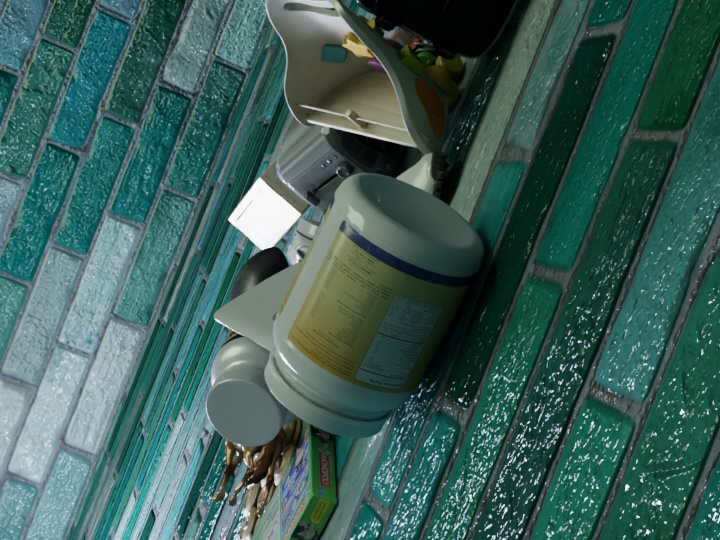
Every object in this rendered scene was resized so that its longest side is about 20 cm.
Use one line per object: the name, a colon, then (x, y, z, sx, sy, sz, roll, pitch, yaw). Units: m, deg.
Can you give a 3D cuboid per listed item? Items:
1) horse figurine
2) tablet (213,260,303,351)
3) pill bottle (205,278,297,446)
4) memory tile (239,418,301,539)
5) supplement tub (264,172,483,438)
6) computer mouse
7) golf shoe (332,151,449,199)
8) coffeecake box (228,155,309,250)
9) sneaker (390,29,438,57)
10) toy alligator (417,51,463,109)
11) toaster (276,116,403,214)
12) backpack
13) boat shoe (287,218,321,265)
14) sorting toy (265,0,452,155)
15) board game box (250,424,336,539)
horse figurine: (-0.130, 0.207, 1.716, 0.200, 0.049, 0.134, -2, 69, 67)
tablet: (-0.061, 0.041, 1.562, 0.129, 0.014, 0.199, -31, 27, -22)
pill bottle: (-0.096, 0.098, 1.622, 0.113, 0.112, 0.200, -59, 2, 34)
memory tile: (-0.106, 0.246, 1.730, 0.201, 0.017, 0.154, -90, 24, -57)
supplement tub: (0.008, 0.032, 1.318, 0.145, 0.143, 0.201, -98, 32, -65)
computer mouse: (-0.125, 0.067, 1.789, 0.138, 0.052, 0.203, -20, 66, 56)
golf shoe: (0.021, -0.061, 1.533, 0.200, 0.094, 0.078, -52, 19, 46)
coffeecake box: (-0.067, -0.136, 1.917, 0.200, 0.073, 0.153, -51, 4, -27)
sneaker: (0.057, -0.229, 1.695, 0.082, 0.076, 0.201, -51, 22, 43)
toy alligator: (0.070, -0.177, 1.599, 0.059, 0.054, 0.202, 126, 161, -49)
toaster: (-0.020, -0.163, 1.763, 0.129, 0.113, 0.201, -36, 27, 41)
backpack: (0.096, -0.338, 1.488, 0.201, 0.176, 0.151, -56, 22, 29)
boat shoe: (-0.058, -0.025, 1.853, 0.200, 0.071, 0.066, -175, 102, -78)
sorting toy: (-0.012, -0.221, 1.529, 0.199, 0.180, 0.108, 18, 72, 43)
board game box: (-0.079, 0.275, 1.542, 0.135, 0.029, 0.201, -97, 31, -63)
